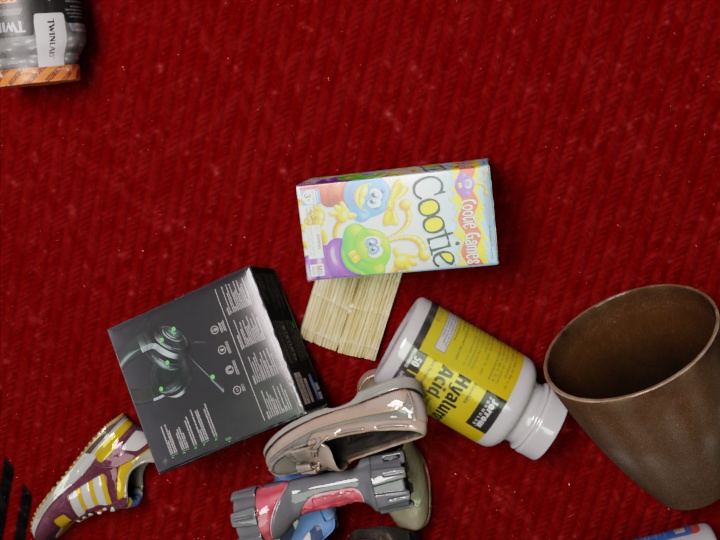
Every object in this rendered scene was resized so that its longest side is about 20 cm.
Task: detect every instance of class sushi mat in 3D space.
[{"bbox_3d":[0.000,0.000,1.103,0.095,0.012,0.201,18,103,3],"label":"sushi mat"}]

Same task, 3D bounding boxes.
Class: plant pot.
[{"bbox_3d":[0.320,0.151,1.027,0.186,0.187,0.201,-26,113,11],"label":"plant pot"}]

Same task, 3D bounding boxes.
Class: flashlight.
[{"bbox_3d":[-0.041,0.256,1.062,0.198,0.068,0.068,-12,134,7],"label":"flashlight"}]

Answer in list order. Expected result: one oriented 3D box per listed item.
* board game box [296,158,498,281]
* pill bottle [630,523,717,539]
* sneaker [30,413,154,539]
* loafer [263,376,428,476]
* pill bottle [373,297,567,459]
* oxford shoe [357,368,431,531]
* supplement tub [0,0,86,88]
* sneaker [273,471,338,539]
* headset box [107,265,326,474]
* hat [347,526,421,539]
[{"bbox_3d":[0.043,-0.056,1.027,0.198,0.105,0.104,-5,100,8],"label":"board game box"},{"bbox_3d":[0.313,0.363,1.090,0.199,0.112,0.113,-17,99,11],"label":"pill bottle"},{"bbox_3d":[-0.318,0.273,1.166,0.090,0.075,0.200,39,104,3],"label":"sneaker"},{"bbox_3d":[-0.018,0.179,1.015,0.199,0.063,0.072,-30,141,20],"label":"loafer"},{"bbox_3d":[0.124,0.124,1.064,0.199,0.111,0.112,29,103,0],"label":"pill bottle"},{"bbox_3d":[0.034,0.218,1.112,0.070,0.074,0.201,-17,100,7],"label":"oxford shoe"},{"bbox_3d":[-0.363,-0.300,1.031,0.122,0.123,0.202,-5,101,8],"label":"supplement tub"},{"bbox_3d":[-0.063,0.265,1.138,0.082,0.074,0.202,7,110,4],"label":"sneaker"},{"bbox_3d":[-0.166,0.113,1.086,0.199,0.093,0.175,-24,82,10],"label":"headset box"},{"bbox_3d":[0.034,0.346,1.128,0.199,0.081,0.201,7,142,6],"label":"hat"}]
